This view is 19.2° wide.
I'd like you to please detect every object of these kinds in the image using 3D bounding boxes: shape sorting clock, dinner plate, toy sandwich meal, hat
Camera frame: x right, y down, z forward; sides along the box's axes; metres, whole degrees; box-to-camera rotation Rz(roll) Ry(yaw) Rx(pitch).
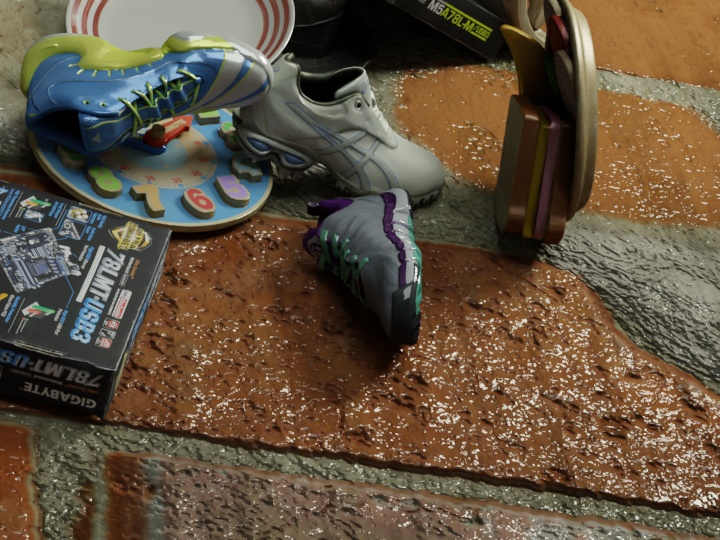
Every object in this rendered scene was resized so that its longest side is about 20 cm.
[{"bbox_3d":[-0.166,-0.098,1.702,0.200,0.039,0.200,12,32,-8],"label":"shape sorting clock"},{"bbox_3d":[-0.157,-0.217,1.861,0.200,0.024,0.200,1,50,-1],"label":"dinner plate"},{"bbox_3d":[0.147,-0.125,1.753,0.070,0.205,0.205,-2,34,-4],"label":"toy sandwich meal"},{"bbox_3d":[-0.072,-0.253,1.946,0.200,0.081,0.201,12,33,-8],"label":"hat"}]

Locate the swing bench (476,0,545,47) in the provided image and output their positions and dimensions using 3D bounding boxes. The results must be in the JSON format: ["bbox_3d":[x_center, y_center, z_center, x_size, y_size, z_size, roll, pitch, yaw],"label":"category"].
[{"bbox_3d":[0.148,-0.347,2.073,0.130,0.200,0.199,11,25,-50],"label":"swing bench"}]

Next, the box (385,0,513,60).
[{"bbox_3d":[0.024,-0.286,2.006,0.200,0.048,0.193,40,14,33],"label":"box"}]

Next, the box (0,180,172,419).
[{"bbox_3d":[-0.248,0.008,1.491,0.198,0.050,0.200,17,32,-3],"label":"box"}]

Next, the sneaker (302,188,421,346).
[{"bbox_3d":[0.000,0.000,1.621,0.087,0.075,0.200,0,24,-3],"label":"sneaker"}]

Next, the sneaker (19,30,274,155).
[{"bbox_3d":[-0.169,-0.128,1.656,0.200,0.076,0.105,1,50,6],"label":"sneaker"}]

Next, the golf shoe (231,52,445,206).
[{"bbox_3d":[-0.002,-0.115,1.739,0.200,0.097,0.078,15,30,-31],"label":"golf shoe"}]
